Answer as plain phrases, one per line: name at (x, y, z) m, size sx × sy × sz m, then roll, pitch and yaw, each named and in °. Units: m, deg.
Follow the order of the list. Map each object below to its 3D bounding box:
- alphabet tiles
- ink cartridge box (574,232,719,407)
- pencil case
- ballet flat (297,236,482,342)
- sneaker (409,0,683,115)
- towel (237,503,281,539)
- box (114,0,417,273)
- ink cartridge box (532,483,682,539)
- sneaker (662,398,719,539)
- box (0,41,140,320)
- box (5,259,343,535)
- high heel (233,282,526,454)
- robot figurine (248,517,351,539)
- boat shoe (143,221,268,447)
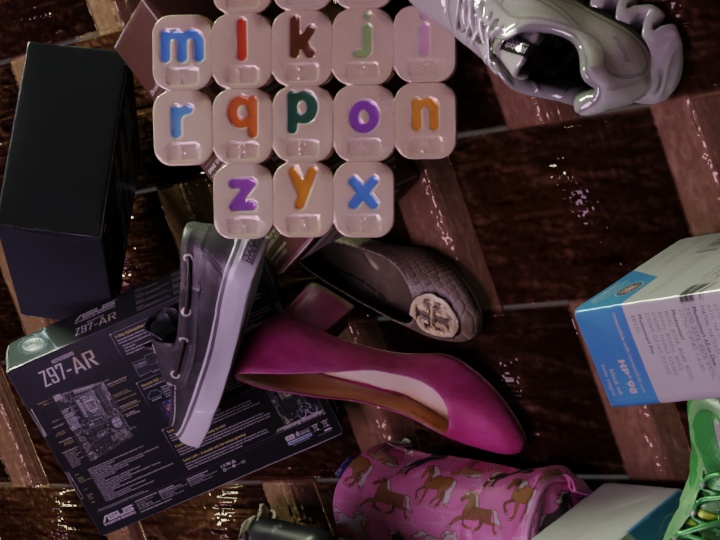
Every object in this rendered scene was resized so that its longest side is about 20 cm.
alphabet tiles at (-0.036, -0.118, 1.388) m, size 0.200 × 0.015 × 0.196 m, roll -1°, pitch 91°, yaw 11°
ink cartridge box at (0.236, 0.019, 1.211) m, size 0.200 × 0.116 × 0.067 m, roll -10°, pitch 105°, yaw 49°
pencil case at (0.072, 0.170, 1.499) m, size 0.200 × 0.083 × 0.087 m, roll 5°, pitch 116°, yaw 45°
ballet flat at (0.000, 0.000, 1.500) m, size 0.200 × 0.046 × 0.067 m, roll 31°, pitch 133°, yaw 31°
sneaker at (0.094, -0.149, 1.288) m, size 0.200 × 0.081 × 0.075 m, roll 29°, pitch 133°, yaw 34°
towel at (-0.036, 0.278, 1.666) m, size 0.200 × 0.034 × 0.133 m, roll 62°, pitch -178°, yaw -4°
box at (-0.066, -0.108, 1.459) m, size 0.200 × 0.100 × 0.075 m, roll 55°, pitch 146°, yaw 7°
ink cartridge box at (0.178, 0.254, 1.402) m, size 0.067 × 0.116 × 0.200 m, roll -1°, pitch 112°, yaw 45°
sneaker at (0.228, 0.157, 1.327) m, size 0.074 × 0.084 × 0.200 m, roll 14°, pitch 122°, yaw 41°
box at (-0.207, -0.058, 1.548) m, size 0.200 × 0.079 × 0.141 m, roll 101°, pitch 174°, yaw -70°
box at (-0.134, 0.087, 1.568) m, size 0.044 × 0.200 × 0.160 m, roll -107°, pitch -8°, yaw -63°
high heel at (0.013, 0.089, 1.483) m, size 0.200 × 0.096 × 0.067 m, roll 35°, pitch 145°, yaw 10°
robot figurine at (-0.015, 0.246, 1.491) m, size 0.200 × 0.150 × 0.125 m, roll 4°, pitch 79°, yaw 52°
boat shoe at (-0.115, 0.042, 1.471) m, size 0.066 × 0.070 × 0.200 m, roll 19°, pitch 137°, yaw 0°
